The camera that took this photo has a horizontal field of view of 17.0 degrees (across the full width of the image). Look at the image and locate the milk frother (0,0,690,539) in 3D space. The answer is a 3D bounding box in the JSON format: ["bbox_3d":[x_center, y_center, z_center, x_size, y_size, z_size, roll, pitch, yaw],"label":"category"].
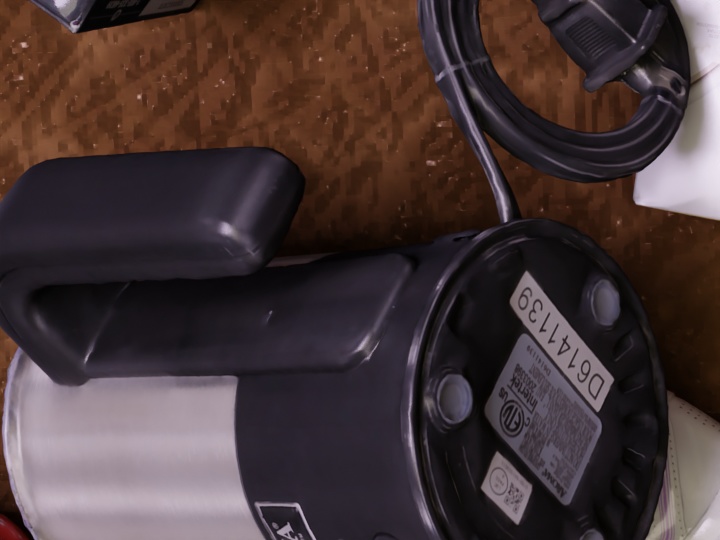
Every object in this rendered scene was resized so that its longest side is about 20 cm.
[{"bbox_3d":[0.000,0.000,0.776,0.188,0.200,0.181,-4,120,44],"label":"milk frother"}]

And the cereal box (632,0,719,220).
[{"bbox_3d":[0.171,-0.106,0.759,0.144,0.040,0.200,11,101,23],"label":"cereal box"}]

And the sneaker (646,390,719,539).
[{"bbox_3d":[0.059,0.114,0.816,0.088,0.081,0.200,42,100,10],"label":"sneaker"}]

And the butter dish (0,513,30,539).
[{"bbox_3d":[-0.170,0.143,0.849,0.199,0.148,0.200,39,147,6],"label":"butter dish"}]

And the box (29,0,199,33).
[{"bbox_3d":[-0.127,-0.178,0.792,0.200,0.122,0.106,36,105,8],"label":"box"}]
